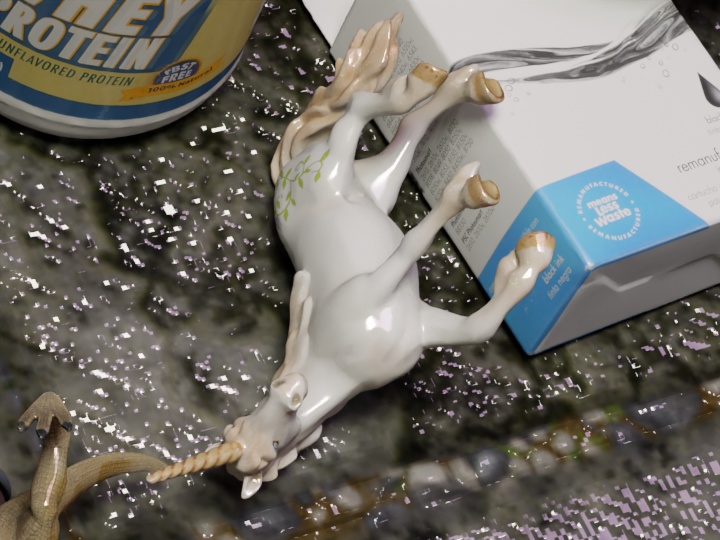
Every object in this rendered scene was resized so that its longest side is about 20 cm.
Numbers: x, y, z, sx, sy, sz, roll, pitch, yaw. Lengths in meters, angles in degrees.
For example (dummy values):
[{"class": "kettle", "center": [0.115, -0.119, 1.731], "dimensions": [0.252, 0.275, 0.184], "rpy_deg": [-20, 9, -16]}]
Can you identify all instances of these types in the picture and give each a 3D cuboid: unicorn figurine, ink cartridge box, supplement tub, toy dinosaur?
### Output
[{"class": "unicorn figurine", "center": [0.000, 0.000, 1.096], "dimensions": [0.074, 0.137, 0.200], "rpy_deg": [41, 25, -24]}, {"class": "ink cartridge box", "center": [0.070, -0.078, 1.193], "dimensions": [0.116, 0.068, 0.200], "rpy_deg": [-19, 66, -32]}, {"class": "supplement tub", "center": [-0.087, -0.159, 1.102], "dimensions": [0.144, 0.200, 0.145], "rpy_deg": [10, 55, -15]}, {"class": "toy dinosaur", "center": [-0.119, 0.090, 0.967], "dimensions": [0.058, 0.101, 0.200], "rpy_deg": [6, 34, 12]}]

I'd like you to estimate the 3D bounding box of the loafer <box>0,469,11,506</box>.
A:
[{"class": "loafer", "center": [-0.193, 0.073, 0.953], "dimensions": [0.200, 0.072, 0.063], "rpy_deg": [27, 47, -45]}]
